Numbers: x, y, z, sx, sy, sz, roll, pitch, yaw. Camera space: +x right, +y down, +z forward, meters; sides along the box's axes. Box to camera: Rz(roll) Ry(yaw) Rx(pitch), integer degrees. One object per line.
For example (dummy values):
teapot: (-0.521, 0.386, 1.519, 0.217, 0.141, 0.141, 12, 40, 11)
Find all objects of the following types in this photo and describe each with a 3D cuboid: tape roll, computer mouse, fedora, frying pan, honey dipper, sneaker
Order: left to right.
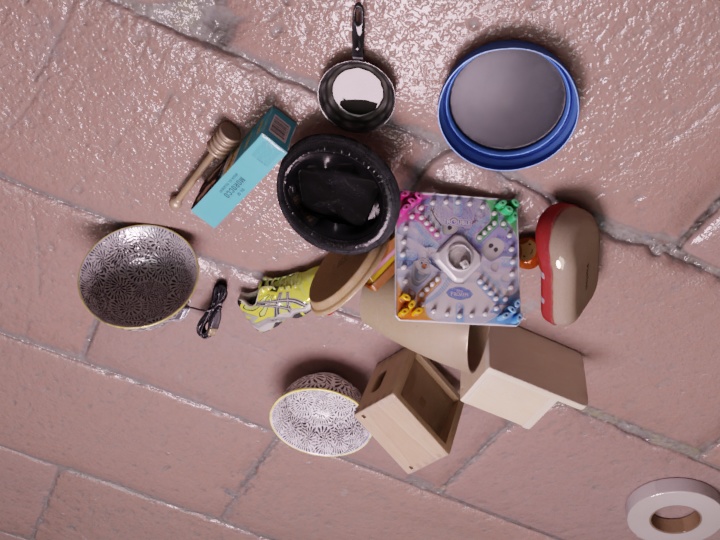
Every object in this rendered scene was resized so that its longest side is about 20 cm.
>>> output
computer mouse: (-0.343, 0.051, 1.541, 0.198, 0.044, 0.110, 15, 108, 1)
honey dipper: (-0.256, -0.160, 1.354, 0.038, 0.038, 0.200, 33, 130, -20)
sneaker: (-0.136, 0.042, 1.488, 0.199, 0.076, 0.076, -31, 121, 29)
fedora: (-0.025, -0.124, 1.296, 0.199, 0.092, 0.202, 7, 113, 18)
frying pan: (-0.018, -0.282, 1.211, 0.114, 0.031, 0.191, -12, 125, 18)
tape roll: (0.667, 0.515, 1.810, 0.201, 0.037, 0.204, 4, 131, 4)

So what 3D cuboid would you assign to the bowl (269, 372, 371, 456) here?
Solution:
bowl: (-0.070, 0.262, 1.648, 0.199, 0.095, 0.202, 5, 131, 5)

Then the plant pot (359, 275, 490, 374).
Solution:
plant pot: (0.107, 0.060, 1.415, 0.198, 0.188, 0.188, 9, 134, 20)

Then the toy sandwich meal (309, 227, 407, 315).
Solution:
toy sandwich meal: (0.000, 0.000, 1.360, 0.070, 0.206, 0.205, 39, 126, -21)

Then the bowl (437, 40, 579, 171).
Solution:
bowl: (0.209, -0.235, 1.213, 0.199, 0.040, 0.202, 4, 132, 5)

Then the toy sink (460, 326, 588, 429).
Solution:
toy sink: (0.287, 0.192, 1.519, 0.199, 0.131, 0.112, 22, 131, -12)

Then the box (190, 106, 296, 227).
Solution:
box: (-0.181, -0.158, 1.312, 0.049, 0.083, 0.200, 36, 127, -20)

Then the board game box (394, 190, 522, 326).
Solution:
board game box: (0.151, -0.020, 1.292, 0.198, 0.202, 0.026, 3, 167, -11)

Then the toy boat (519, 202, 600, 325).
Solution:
toy boat: (0.302, -0.017, 1.355, 0.130, 0.131, 0.201, 20, 139, 31)

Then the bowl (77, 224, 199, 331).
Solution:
bowl: (-0.370, 0.030, 1.451, 0.199, 0.202, 0.094, 8, 149, 2)

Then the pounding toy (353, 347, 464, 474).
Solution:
pounding toy: (0.094, 0.261, 1.593, 0.142, 0.200, 0.184, -34, 105, 32)
